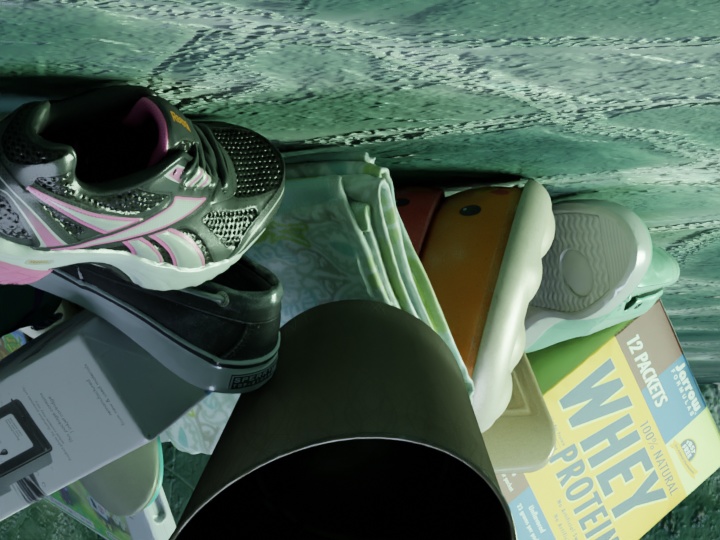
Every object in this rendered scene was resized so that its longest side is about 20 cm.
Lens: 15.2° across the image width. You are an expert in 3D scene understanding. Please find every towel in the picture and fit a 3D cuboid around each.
[{"bbox_3d":[-0.049,0.023,1.433,0.199,0.172,0.048,-5,-147,30],"label":"towel"}]

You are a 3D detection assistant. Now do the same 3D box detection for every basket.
[{"bbox_3d":[-0.006,0.103,1.296,0.180,0.136,0.200,-31,-163,16],"label":"basket"}]

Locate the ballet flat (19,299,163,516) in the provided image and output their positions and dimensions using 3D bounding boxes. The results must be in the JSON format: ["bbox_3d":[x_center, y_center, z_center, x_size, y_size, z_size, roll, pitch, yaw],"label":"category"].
[{"bbox_3d":[-0.168,0.050,1.530,0.067,0.201,0.064,-38,145,28],"label":"ballet flat"}]

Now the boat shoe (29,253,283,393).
[{"bbox_3d":[-0.118,-0.016,1.307,0.199,0.068,0.073,35,-139,31],"label":"boat shoe"}]

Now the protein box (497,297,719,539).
[{"bbox_3d":[0.097,0.112,1.813,0.198,0.135,0.200,-38,-154,-23],"label":"protein box"}]

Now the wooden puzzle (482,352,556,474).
[{"bbox_3d":[0.005,0.048,1.601,0.184,0.200,0.037,-1,133,-14],"label":"wooden puzzle"}]

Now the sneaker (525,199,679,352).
[{"bbox_3d":[0.154,-0.009,1.659,0.118,0.074,0.200,-18,171,-25],"label":"sneaker"}]

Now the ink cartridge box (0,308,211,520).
[{"bbox_3d":[-0.157,0.070,1.407,0.200,0.068,0.116,-28,-173,40],"label":"ink cartridge box"}]

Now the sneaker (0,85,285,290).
[{"bbox_3d":[-0.095,-0.042,1.192,0.086,0.081,0.200,-40,163,35],"label":"sneaker"}]

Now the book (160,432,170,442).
[{"bbox_3d":[-0.165,0.045,1.733,0.048,0.134,0.200,-18,-177,-31],"label":"book"}]

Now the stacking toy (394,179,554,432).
[{"bbox_3d":[0.000,0.000,1.510,0.199,0.147,0.146,15,175,4],"label":"stacking toy"}]

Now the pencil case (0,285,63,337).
[{"bbox_3d":[-0.241,0.028,1.393,0.092,0.085,0.200,-30,-178,44],"label":"pencil case"}]

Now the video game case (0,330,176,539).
[{"bbox_3d":[-0.200,0.090,1.729,0.022,0.183,0.200,-37,-138,-27],"label":"video game case"}]
